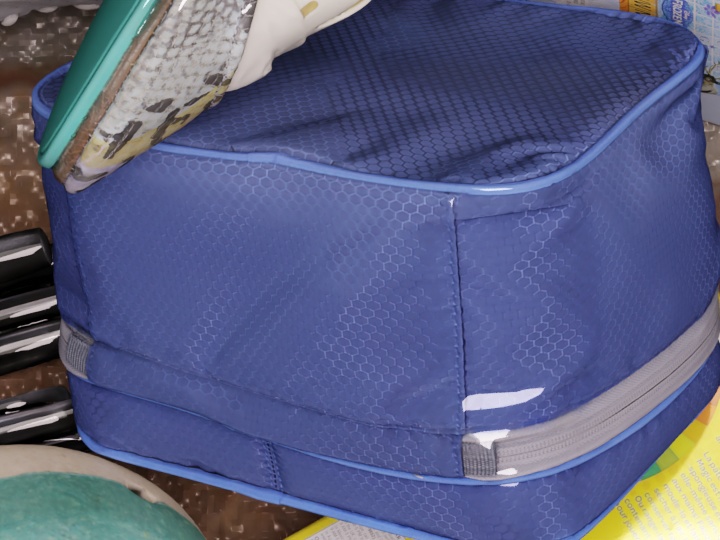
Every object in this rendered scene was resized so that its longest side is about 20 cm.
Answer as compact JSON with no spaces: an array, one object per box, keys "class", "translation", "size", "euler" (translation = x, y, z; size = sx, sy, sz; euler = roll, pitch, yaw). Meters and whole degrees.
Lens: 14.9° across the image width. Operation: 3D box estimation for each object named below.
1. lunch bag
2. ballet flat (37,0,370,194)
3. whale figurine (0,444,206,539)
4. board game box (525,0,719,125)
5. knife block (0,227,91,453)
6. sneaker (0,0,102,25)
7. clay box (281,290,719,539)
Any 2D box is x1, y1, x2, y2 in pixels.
[{"class":"lunch bag","translation":[0.000,0.000,0.799],"size":[0.200,0.136,0.132],"euler":[12,120,33]},{"class":"ballet flat","translation":[-0.018,-0.105,0.717],"size":[0.072,0.072,0.200],"euler":[23,92,8]},{"class":"whale figurine","translation":[-0.115,0.150,0.802],"size":[0.200,0.159,0.104],"euler":[-53,35,9]},{"class":"board game box","translation":[0.146,-0.076,0.800],"size":[0.199,0.200,0.041],"euler":[18,80,7]},{"class":"knife block","translation":[-0.182,0.034,0.869],"size":[0.200,0.064,0.176],"euler":[27,81,10]},{"class":"sneaker","translation":[-0.094,-0.107,0.885],"size":[0.200,0.115,0.075],"euler":[0,73,-36]},{"class":"clay box","translation":[0.079,0.092,0.847],"size":[0.200,0.048,0.115],"euler":[-28,78,-3]}]
